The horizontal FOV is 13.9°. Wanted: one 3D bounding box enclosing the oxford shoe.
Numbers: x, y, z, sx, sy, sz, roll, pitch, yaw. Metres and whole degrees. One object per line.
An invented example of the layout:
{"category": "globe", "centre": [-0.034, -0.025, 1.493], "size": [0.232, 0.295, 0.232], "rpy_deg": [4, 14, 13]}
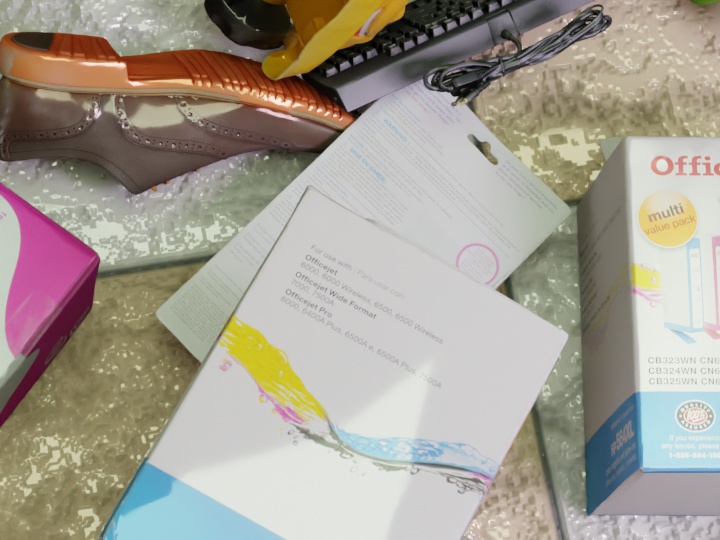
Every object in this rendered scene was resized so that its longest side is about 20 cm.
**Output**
{"category": "oxford shoe", "centre": [-0.097, -0.077, 1.562], "size": [0.200, 0.071, 0.073], "rpy_deg": [8, 106, -12]}

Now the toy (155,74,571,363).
{"category": "toy", "centre": [0.000, 0.000, 1.551], "size": [0.115, 0.047, 0.200], "rpy_deg": [45, 71, 4]}

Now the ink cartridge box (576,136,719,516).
{"category": "ink cartridge box", "centre": [0.186, 0.018, 1.529], "size": [0.128, 0.125, 0.200], "rpy_deg": [0, 75, -7]}

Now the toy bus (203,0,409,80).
{"category": "toy bus", "centre": [0.004, -0.215, 1.572], "size": [0.192, 0.136, 0.200], "rpy_deg": [-8, 69, -37]}

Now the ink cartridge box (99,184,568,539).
{"category": "ink cartridge box", "centre": [-0.019, 0.094, 1.386], "size": [0.145, 0.147, 0.200], "rpy_deg": [29, 70, 1]}

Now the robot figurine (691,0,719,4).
{"category": "robot figurine", "centre": [0.196, -0.225, 1.591], "size": [0.116, 0.175, 0.200], "rpy_deg": [-29, 97, 24]}

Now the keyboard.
{"category": "keyboard", "centre": [0.070, -0.133, 1.566], "size": [0.200, 0.127, 0.021], "rpy_deg": [-26, 122, -16]}

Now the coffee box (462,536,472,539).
{"category": "coffee box", "centre": [-0.021, 0.166, 1.484], "size": [0.200, 0.080, 0.113], "rpy_deg": [26, 72, 0]}

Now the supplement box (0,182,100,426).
{"category": "supplement box", "centre": [-0.241, -0.014, 1.495], "size": [0.200, 0.103, 0.101], "rpy_deg": [36, 72, 5]}
